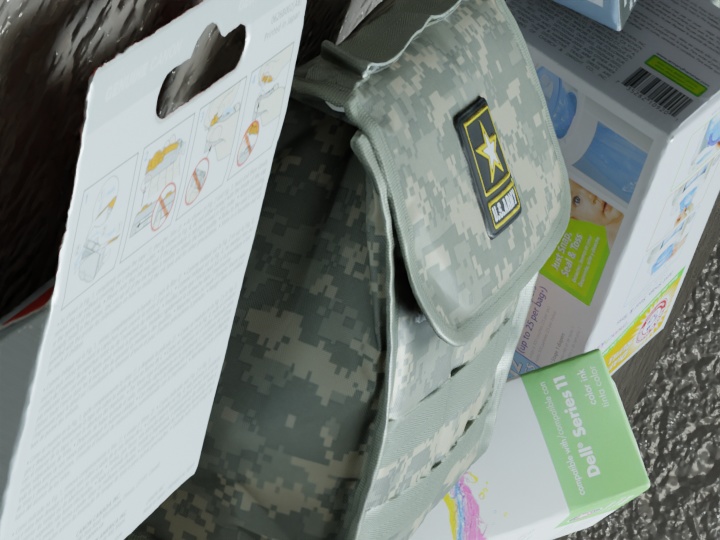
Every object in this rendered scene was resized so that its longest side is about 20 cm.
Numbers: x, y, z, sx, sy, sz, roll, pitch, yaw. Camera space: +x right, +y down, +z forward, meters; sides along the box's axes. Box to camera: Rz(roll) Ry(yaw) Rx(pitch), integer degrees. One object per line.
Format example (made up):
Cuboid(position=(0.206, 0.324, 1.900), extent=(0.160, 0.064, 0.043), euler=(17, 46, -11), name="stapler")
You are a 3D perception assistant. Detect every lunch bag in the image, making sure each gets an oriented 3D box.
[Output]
Cuboid(position=(0.000, 0.000, 1.022), extent=(0.164, 0.117, 0.201), euler=(-43, 152, -61), name="lunch bag")

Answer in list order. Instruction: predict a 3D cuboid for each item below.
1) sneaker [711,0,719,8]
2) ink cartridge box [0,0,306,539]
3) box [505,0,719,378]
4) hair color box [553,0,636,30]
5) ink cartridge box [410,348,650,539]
Cuboid(position=(0.189, -0.202, 1.598), extent=(0.200, 0.077, 0.087), euler=(107, 1, -71), name="sneaker")
Cuboid(position=(-0.082, 0.003, 0.853), extent=(0.162, 0.050, 0.201), euler=(-43, 149, -60), name="ink cartridge box")
Cuboid(position=(0.106, -0.043, 1.394), extent=(0.101, 0.112, 0.200), euler=(-39, 155, -41), name="box")
Cuboid(position=(0.137, -0.220, 1.291), extent=(0.201, 0.060, 0.099), euler=(-62, 169, -11), name="hair color box")
Cuboid(position=(0.013, 0.103, 1.244), extent=(0.199, 0.068, 0.117), euler=(-18, 170, -13), name="ink cartridge box")
